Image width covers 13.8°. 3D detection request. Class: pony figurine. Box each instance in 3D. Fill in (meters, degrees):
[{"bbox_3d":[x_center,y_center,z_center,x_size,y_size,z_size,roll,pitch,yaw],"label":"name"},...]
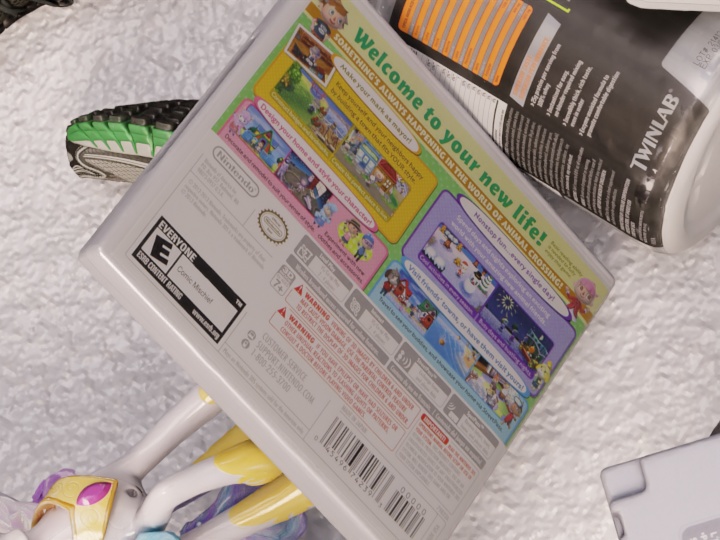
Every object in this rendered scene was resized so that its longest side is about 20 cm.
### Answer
[{"bbox_3d":[-0.114,0.121,1.274,0.199,0.193,0.167,-30,69,-19],"label":"pony figurine"}]

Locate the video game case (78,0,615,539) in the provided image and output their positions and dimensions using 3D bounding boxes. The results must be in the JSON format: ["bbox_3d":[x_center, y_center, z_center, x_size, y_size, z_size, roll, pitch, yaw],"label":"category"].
[{"bbox_3d":[0.000,0.000,1.250,0.200,0.022,0.182,47,57,-17],"label":"video game case"}]

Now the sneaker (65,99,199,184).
[{"bbox_3d":[-0.057,-0.026,1.352,0.199,0.078,0.086,21,108,31],"label":"sneaker"}]

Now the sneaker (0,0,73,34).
[{"bbox_3d":[-0.176,-0.129,1.418,0.198,0.076,0.115,-1,73,16],"label":"sneaker"}]

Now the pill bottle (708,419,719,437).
[{"bbox_3d":[0.196,0.091,1.232,0.113,0.113,0.200,30,80,21],"label":"pill bottle"}]

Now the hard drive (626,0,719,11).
[{"bbox_3d":[0.127,-0.176,1.309,0.131,0.027,0.200,-1,38,-30],"label":"hard drive"}]

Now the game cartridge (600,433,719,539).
[{"bbox_3d":[0.182,0.154,1.147,0.133,0.040,0.201,-17,81,11],"label":"game cartridge"}]

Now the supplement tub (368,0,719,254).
[{"bbox_3d":[0.087,-0.105,1.320,0.200,0.123,0.123,33,82,21],"label":"supplement tub"}]
